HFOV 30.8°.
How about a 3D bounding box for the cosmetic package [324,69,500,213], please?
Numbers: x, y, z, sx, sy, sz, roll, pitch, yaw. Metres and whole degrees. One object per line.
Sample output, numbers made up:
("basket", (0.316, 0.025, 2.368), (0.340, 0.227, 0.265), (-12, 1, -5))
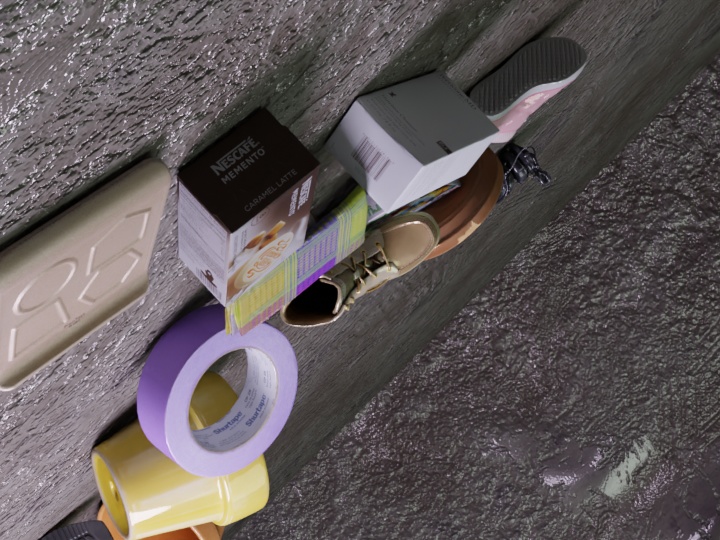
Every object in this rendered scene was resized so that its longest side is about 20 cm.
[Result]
("cosmetic package", (0.063, -0.152, 1.503), (0.081, 0.113, 0.200), (-51, 169, 35))

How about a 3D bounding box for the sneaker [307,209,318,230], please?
("sneaker", (-0.100, -0.028, 1.508), (0.089, 0.067, 0.200), (-33, 167, -12))

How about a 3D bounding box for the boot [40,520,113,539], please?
("boot", (-0.456, 0.439, 1.940), (0.198, 0.078, 0.138), (-28, 170, -11))

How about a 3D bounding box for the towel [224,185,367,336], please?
("towel", (-0.073, -0.006, 1.459), (0.199, 0.023, 0.144), (-38, 164, -16))

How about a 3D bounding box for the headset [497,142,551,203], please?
("headset", (0.260, -0.158, 2.267), (0.123, 0.094, 0.200), (-40, 180, -23))

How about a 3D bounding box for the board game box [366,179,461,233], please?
("board game box", (0.025, -0.077, 1.699), (0.199, 0.035, 0.126), (-31, 171, 19))

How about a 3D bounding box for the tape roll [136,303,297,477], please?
("tape roll", (-0.172, 0.146, 1.593), (0.199, 0.065, 0.203), (-21, 123, -37))

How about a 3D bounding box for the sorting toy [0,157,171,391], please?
("sorting toy", (-0.250, 0.002, 1.135), (0.185, 0.036, 0.201), (-38, 163, -31))

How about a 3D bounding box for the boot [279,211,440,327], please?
("boot", (0.000, 0.000, 1.619), (0.198, 0.073, 0.155), (-24, -172, 18))

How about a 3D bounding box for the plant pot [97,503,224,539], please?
("plant pot", (-0.290, 0.380, 2.040), (0.201, 0.199, 0.140), (-53, -178, 40))

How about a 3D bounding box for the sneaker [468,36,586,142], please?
("sneaker", (0.224, -0.248, 1.832), (0.199, 0.076, 0.105), (-33, 162, -19))

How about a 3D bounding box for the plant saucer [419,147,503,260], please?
("plant saucer", (0.101, -0.099, 1.771), (0.199, 0.032, 0.202), (-29, -145, 22))

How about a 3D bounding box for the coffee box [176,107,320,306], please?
("coffee box", (-0.113, -0.057, 1.282), (0.114, 0.080, 0.200), (-40, 169, -20))

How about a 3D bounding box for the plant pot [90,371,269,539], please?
("plant pot", (-0.248, 0.260, 1.741), (0.187, 0.202, 0.201), (-20, 160, -25))
